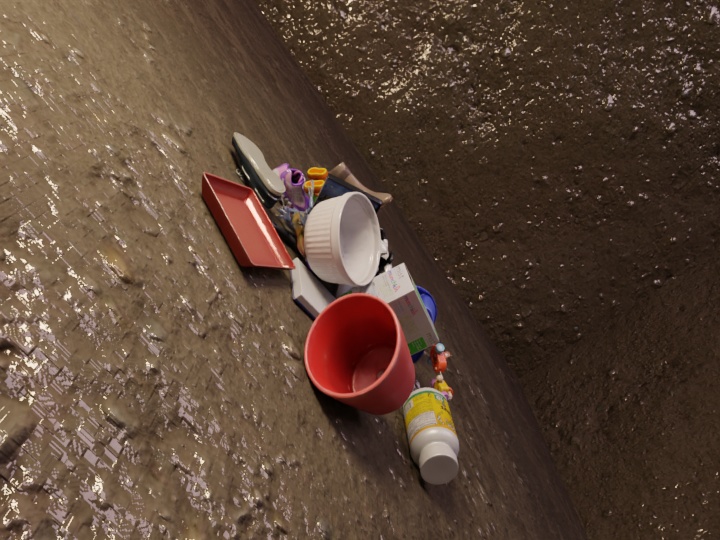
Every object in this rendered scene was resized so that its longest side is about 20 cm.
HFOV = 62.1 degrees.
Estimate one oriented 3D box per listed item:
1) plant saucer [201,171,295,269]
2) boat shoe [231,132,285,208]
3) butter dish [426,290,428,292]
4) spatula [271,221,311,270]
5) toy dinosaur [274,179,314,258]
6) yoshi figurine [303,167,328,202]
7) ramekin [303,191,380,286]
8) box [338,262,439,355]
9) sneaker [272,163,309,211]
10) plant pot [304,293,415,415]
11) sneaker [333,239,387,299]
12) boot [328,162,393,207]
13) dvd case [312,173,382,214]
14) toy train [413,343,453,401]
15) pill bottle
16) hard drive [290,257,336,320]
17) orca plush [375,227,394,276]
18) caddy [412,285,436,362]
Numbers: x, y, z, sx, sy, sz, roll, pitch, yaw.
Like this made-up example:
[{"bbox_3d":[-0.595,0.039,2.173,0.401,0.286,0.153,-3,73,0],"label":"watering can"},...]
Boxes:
[{"bbox_3d":[-0.222,-0.082,1.165,0.203,0.036,0.199,60,13,10],"label":"plant saucer"},{"bbox_3d":[-0.243,-0.230,1.366,0.201,0.062,0.074,52,28,16],"label":"boat shoe"},{"bbox_3d":[0.150,0.113,1.808,0.200,0.146,0.202,49,15,-23],"label":"butter dish"},{"bbox_3d":[-0.144,-0.051,1.403,0.200,0.020,0.057,47,18,-35],"label":"spatula"},{"bbox_3d":[-0.157,-0.114,1.409,0.182,0.101,0.207,118,-30,-83],"label":"toy dinosaur"},{"bbox_3d":[-0.110,-0.159,1.552,0.112,0.111,0.204,40,-26,42],"label":"yoshi figurine"},{"bbox_3d":[-0.042,-0.066,1.325,0.199,0.102,0.208,11,77,-61],"label":"ramekin"},{"bbox_3d":[0.068,0.111,1.385,0.098,0.172,0.202,-108,172,-48],"label":"box"},{"bbox_3d":[-0.170,-0.211,1.537,0.082,0.087,0.199,61,13,28],"label":"sneaker"},{"bbox_3d":[0.015,0.174,1.133,0.178,0.197,0.204,52,11,-51],"label":"plant pot"},{"bbox_3d":[0.000,0.000,1.454,0.079,0.203,0.070,32,-16,-4],"label":"sneaker"},{"bbox_3d":[-0.019,-0.221,1.606,0.070,0.197,0.149,-46,111,-46],"label":"boot"},{"bbox_3d":[-0.045,-0.134,1.425,0.139,0.201,0.018,25,53,-9],"label":"dvd case"},{"bbox_3d":[0.191,0.281,1.501,0.054,0.203,0.153,1,48,-17],"label":"toy train"},{"bbox_3d":[0.159,0.367,1.331,0.113,0.111,0.202,49,15,-23],"label":"pill bottle"},{"bbox_3d":[-0.082,0.078,1.318,0.201,0.025,0.133,49,16,-33],"label":"hard drive"},{"bbox_3d":[0.041,-0.028,1.548,0.069,0.106,0.205,12,56,-12],"label":"orca plush"},{"bbox_3d":[0.118,0.140,1.544,0.138,0.205,0.105,21,17,4],"label":"caddy"}]
